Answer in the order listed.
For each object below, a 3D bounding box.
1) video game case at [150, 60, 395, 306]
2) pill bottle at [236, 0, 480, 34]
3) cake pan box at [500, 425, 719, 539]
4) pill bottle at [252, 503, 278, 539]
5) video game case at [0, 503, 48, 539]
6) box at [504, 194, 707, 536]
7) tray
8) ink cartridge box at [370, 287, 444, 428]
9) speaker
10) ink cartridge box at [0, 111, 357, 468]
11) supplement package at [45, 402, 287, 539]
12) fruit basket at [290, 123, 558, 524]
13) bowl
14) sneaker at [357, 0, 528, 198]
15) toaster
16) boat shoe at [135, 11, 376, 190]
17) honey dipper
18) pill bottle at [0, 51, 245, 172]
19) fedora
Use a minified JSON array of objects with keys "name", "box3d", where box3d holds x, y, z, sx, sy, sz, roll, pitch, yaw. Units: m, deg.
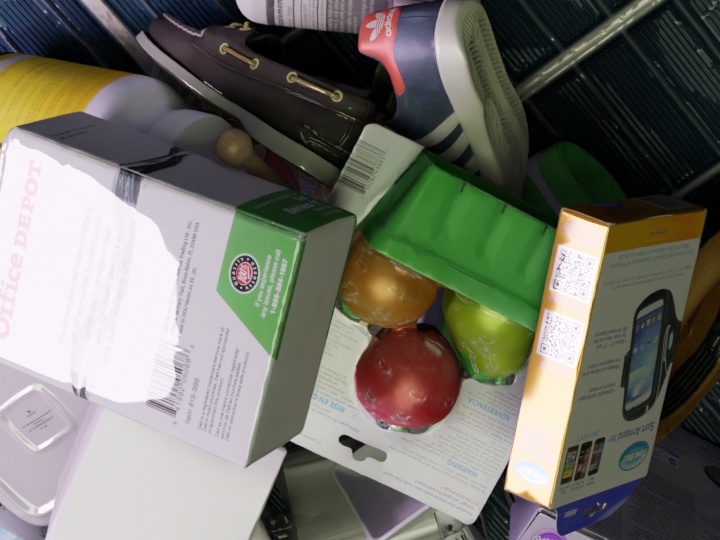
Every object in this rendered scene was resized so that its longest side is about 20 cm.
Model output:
[{"name":"video game case","box3d":[-0.072,-0.036,1.402,0.180,0.023,0.202,15,100,17]},{"name":"pill bottle","box3d":[-0.020,-0.207,1.317,0.198,0.111,0.112,6,119,2]},{"name":"cake pan box","box3d":[0.194,0.166,1.460,0.199,0.185,0.053,26,118,-10]},{"name":"pill bottle","box3d":[-0.154,0.232,1.540,0.199,0.114,0.115,-26,115,0]},{"name":"video game case","box3d":[-0.328,0.250,1.631,0.181,0.046,0.200,35,116,-15]},{"name":"box","box3d":[0.146,0.058,1.266,0.041,0.119,0.202,23,108,34]},{"name":"tray","box3d":[0.078,0.103,1.375,0.199,0.107,0.022,-36,116,0]},{"name":"ink cartridge box","box3d":[0.000,0.000,1.414,0.118,0.042,0.202,13,99,22]},{"name":"speaker","box3d":[0.092,0.003,1.437,0.088,0.089,0.200,39,115,-16]},{"name":"ink cartridge box","box3d":[-0.119,0.006,1.231,0.198,0.083,0.148,22,109,19]},{"name":"supplement package","box3d":[-0.128,0.130,1.376,0.120,0.200,0.121,23,94,-8]},{"name":"fruit basket","box3d":[0.037,0.033,1.287,0.184,0.094,0.201,25,106,-13]},{"name":"bowl","box3d":[-0.229,0.090,1.520,0.199,0.075,0.200,-33,111,22]},{"name":"sneaker","box3d":[0.051,-0.097,1.315,0.084,0.075,0.201,2,142,20]},{"name":"toaster","box3d":[0.016,0.173,1.489,0.128,0.115,0.200,-18,156,7]},{"name":"boat shoe","box3d":[-0.066,-0.121,1.325,0.061,0.201,0.072,-56,143,3]},{"name":"honey dipper","box3d":[-0.025,-0.030,1.304,0.038,0.038,0.200,-28,137,19]},{"name":"pill bottle","box3d":[-0.174,-0.075,1.356,0.199,0.112,0.113,13,126,37]},{"name":"fedora","box3d":[0.203,0.030,1.414,0.082,0.200,0.202,34,121,23]}]
